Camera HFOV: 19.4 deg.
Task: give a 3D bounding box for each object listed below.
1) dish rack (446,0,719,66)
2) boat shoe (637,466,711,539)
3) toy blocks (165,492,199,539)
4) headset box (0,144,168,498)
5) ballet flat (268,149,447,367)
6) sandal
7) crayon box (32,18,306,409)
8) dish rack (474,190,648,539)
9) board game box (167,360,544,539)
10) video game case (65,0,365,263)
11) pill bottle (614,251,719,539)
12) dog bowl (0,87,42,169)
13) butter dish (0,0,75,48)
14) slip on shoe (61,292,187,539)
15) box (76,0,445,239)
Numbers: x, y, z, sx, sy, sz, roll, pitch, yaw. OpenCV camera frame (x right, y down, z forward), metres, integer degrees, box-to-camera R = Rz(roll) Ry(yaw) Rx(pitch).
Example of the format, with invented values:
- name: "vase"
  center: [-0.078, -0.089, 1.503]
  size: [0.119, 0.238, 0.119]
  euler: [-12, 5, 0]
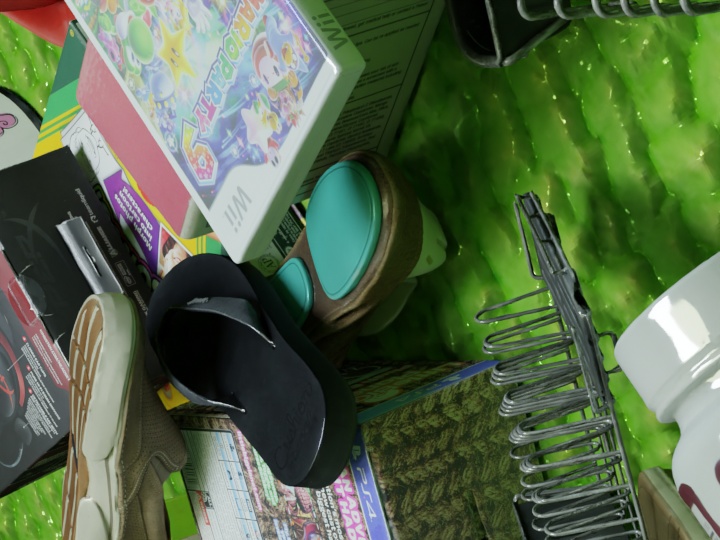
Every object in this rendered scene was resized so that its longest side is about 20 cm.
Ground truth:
- name: "dish rack"
  center: [0.104, -0.161, 0.814]
  size: [0.200, 0.054, 0.154]
  euler: [6, 114, 54]
- name: "boat shoe"
  center: [0.182, 0.149, 0.887]
  size: [0.201, 0.063, 0.073]
  euler: [-129, 24, -53]
- name: "toy blocks"
  center: [-0.120, 0.238, 1.364]
  size: [0.137, 0.100, 0.201]
  euler: [1, 108, 68]
- name: "headset box"
  center: [-0.192, 0.031, 1.235]
  size: [0.149, 0.075, 0.200]
  euler: [59, 144, 7]
- name: "ballet flat"
  center: [0.000, 0.000, 1.055]
  size: [0.200, 0.072, 0.068]
  euler: [-58, 44, 51]
- name: "sandal"
  center: [-0.064, 0.042, 1.047]
  size: [0.200, 0.043, 0.076]
  euler: [33, 111, 57]
- name: "crayon box"
  center: [-0.114, -0.024, 1.220]
  size: [0.200, 0.058, 0.173]
  euler: [54, 144, 21]
- name: "dish rack"
  center: [0.088, 0.071, 0.914]
  size: [0.153, 0.054, 0.201]
  euler: [-109, 3, -66]
- name: "board game box"
  center: [0.004, 0.135, 1.102]
  size: [0.200, 0.097, 0.160]
  euler: [-2, 106, 56]
- name: "video game case"
  center: [-0.079, -0.120, 0.917]
  size: [0.200, 0.018, 0.143]
  euler: [56, 144, 18]
- name: "pill bottle"
  center: [0.189, 0.084, 0.784]
  size: [0.200, 0.114, 0.114]
  euler: [56, 145, 16]
- name: "dog bowl"
  center: [-0.256, -0.019, 1.419]
  size: [0.200, 0.074, 0.201]
  euler: [31, 132, 43]
- name: "butter dish"
  center: [-0.265, -0.233, 1.243]
  size: [0.199, 0.148, 0.201]
  euler: [32, 132, 42]
- name: "slip on shoe"
  center: [-0.122, 0.088, 1.112]
  size: [0.076, 0.060, 0.200]
  euler: [-106, 20, -46]
- name: "box"
  center: [-0.042, -0.131, 0.992]
  size: [0.109, 0.128, 0.200]
  euler: [51, 143, 26]
